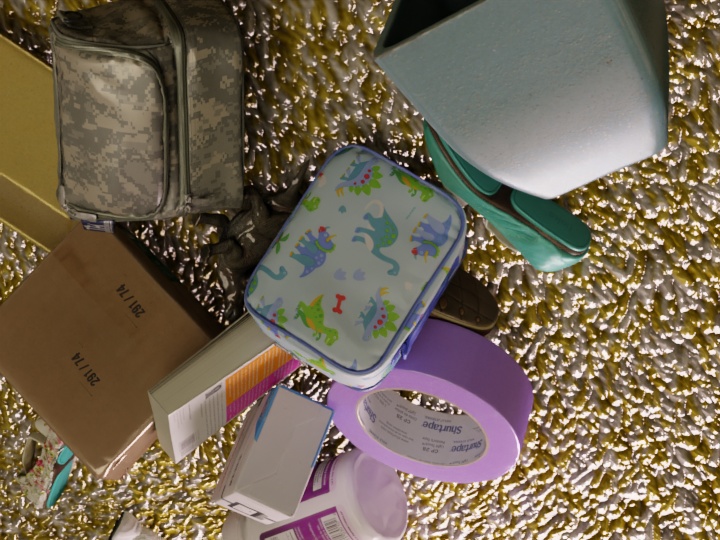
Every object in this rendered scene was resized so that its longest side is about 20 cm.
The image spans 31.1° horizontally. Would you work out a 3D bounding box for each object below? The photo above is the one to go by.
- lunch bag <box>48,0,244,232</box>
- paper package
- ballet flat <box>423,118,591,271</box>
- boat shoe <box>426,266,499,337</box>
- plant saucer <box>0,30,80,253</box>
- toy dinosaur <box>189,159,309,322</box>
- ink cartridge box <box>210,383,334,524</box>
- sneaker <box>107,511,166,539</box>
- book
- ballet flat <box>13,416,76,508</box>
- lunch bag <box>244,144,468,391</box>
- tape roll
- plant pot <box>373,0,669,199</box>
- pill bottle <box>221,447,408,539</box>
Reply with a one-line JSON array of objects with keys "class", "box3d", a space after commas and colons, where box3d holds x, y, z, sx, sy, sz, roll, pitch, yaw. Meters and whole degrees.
[{"class": "lunch bag", "box3d": [-0.198, -0.145, 1.181, 0.166, 0.140, 0.202, -7, 124, -18]}, {"class": "paper package", "box3d": [-0.255, 0.076, 1.317, 0.200, 0.103, 0.191, 44, 89, 8]}, {"class": "ballet flat", "box3d": [0.122, -0.066, 1.202, 0.200, 0.067, 0.070, 40, 138, -4]}, {"class": "boat shoe", "box3d": [0.040, 0.022, 1.280, 0.199, 0.072, 0.068, 20, 134, 11]}, {"class": "plant saucer", "box3d": [-0.338, -0.138, 1.324, 0.199, 0.049, 0.200, 33, 125, -2]}, {"class": "toy dinosaur", "box3d": [-0.102, -0.045, 1.288, 0.102, 0.077, 0.201, 15, 121, -42]}, {"class": "ink cartridge box", "box3d": [-0.095, 0.197, 1.348, 0.067, 0.117, 0.200, 25, 162, -7]}, {"class": "sneaker", "box3d": [-0.295, 0.389, 1.605, 0.080, 0.075, 0.201, 24, 125, -7]}, {"class": "book", "box3d": [-0.115, 0.099, 1.278, 0.048, 0.199, 0.134, 45, 157, 19]}, {"class": "ballet flat", "box3d": [-0.359, 0.203, 1.516, 0.064, 0.076, 0.201, 35, 122, 6]}, {"class": "lunch bag", "box3d": [0.000, 0.000, 1.199, 0.160, 0.201, 0.083, 30, 167, 12]}, {"class": "tape roll", "box3d": [0.069, 0.132, 1.291, 0.198, 0.066, 0.201, 14, 145, 10]}, {"class": "plant pot", "box3d": [0.156, -0.179, 1.055, 0.195, 0.197, 0.201, -22, 118, 28]}, {"class": "pill bottle", "box3d": [-0.055, 0.277, 1.431, 0.199, 0.112, 0.113, -26, 108, 30]}]
